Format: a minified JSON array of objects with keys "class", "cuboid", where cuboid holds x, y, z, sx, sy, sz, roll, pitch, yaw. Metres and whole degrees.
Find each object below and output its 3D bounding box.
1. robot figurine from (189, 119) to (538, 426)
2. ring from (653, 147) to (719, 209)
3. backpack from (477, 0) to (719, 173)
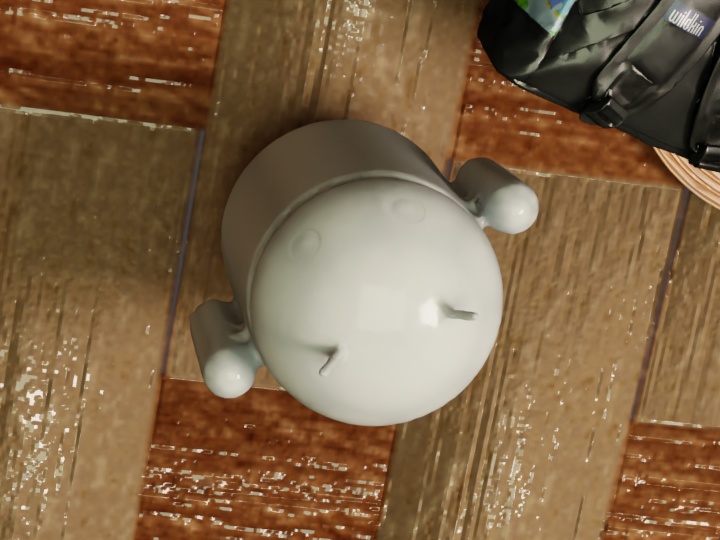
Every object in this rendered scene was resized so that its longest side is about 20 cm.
[{"class":"robot figurine","cuboid":[0.000,0.000,1.303,0.170,0.200,0.113,-32,111,2]},{"class":"ring","cuboid":[0.225,-0.117,1.404,0.200,0.019,0.201,-3,108,-9]},{"class":"backpack","cuboid":[0.160,-0.167,1.297,0.163,0.154,0.200,17,121,-27]}]
